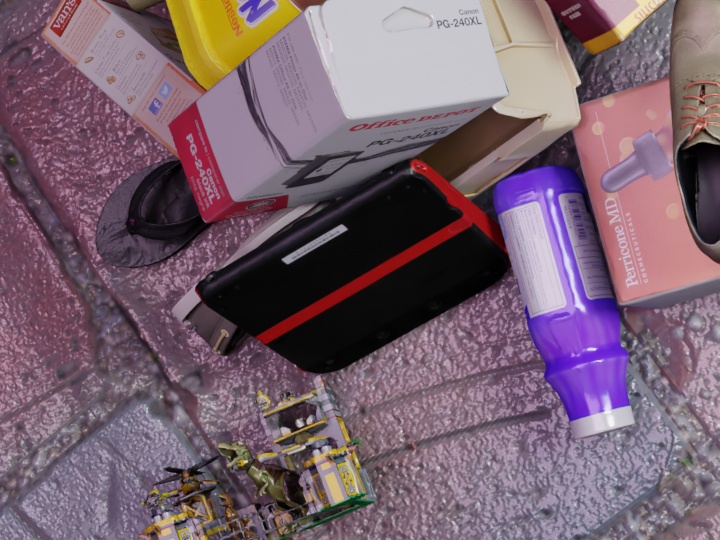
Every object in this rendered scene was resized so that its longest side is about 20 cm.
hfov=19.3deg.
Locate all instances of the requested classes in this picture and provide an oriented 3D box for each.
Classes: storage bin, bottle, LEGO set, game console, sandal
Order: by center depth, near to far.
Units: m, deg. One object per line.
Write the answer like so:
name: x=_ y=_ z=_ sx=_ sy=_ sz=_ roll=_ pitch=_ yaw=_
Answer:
storage bin: x=0.045 y=-0.155 z=1.560 sx=0.200 sy=0.094 sz=0.199 roll=-35 pitch=71 yaw=50
bottle: x=0.155 y=0.024 z=1.568 sx=0.065 sy=0.084 sz=0.200 roll=-17 pitch=83 yaw=19
game console: x=0.000 y=0.000 z=1.582 sx=0.200 sy=0.177 sz=0.031 roll=-30 pitch=52 yaw=17
LEGO set: x=-0.085 y=0.150 z=1.622 sx=0.200 sy=0.154 sz=0.116 roll=-25 pitch=79 yaw=15
sandal: x=-0.136 y=-0.066 z=1.701 sx=0.200 sy=0.048 sz=0.075 roll=-26 pitch=79 yaw=17

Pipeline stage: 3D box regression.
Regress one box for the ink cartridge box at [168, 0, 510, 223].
ink cartridge box: x=-0.017 y=-0.113 z=1.454 sx=0.200 sy=0.145 sz=0.083 roll=-31 pitch=75 yaw=52

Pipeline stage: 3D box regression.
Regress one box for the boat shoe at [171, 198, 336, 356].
boat shoe: x=-0.071 y=0.000 z=1.638 sx=0.060 sy=0.072 sz=0.202 roll=50 pitch=133 yaw=0

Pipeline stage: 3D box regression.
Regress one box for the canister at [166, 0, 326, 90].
canister: x=-0.048 y=-0.232 z=1.499 sx=0.200 sy=0.087 sz=0.149 roll=-33 pitch=66 yaw=42

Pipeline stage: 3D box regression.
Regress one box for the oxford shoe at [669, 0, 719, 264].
oxford shoe: x=0.242 y=-0.105 z=1.429 sx=0.070 sy=0.075 sz=0.200 roll=-12 pitch=81 yaw=23

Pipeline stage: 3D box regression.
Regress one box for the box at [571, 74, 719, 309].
box: x=0.271 y=-0.070 z=1.515 sx=0.200 sy=0.106 sz=0.152 roll=-17 pitch=82 yaw=19

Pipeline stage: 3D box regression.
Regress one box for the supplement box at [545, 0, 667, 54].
supplement box: x=0.147 y=-0.264 z=1.470 sx=0.110 sy=0.086 sz=0.200 roll=-42 pitch=95 yaw=-7

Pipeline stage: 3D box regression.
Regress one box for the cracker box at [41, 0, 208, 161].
cracker box: x=-0.137 y=-0.140 z=1.633 sx=0.200 sy=0.134 sz=0.058 roll=40 pitch=103 yaw=35

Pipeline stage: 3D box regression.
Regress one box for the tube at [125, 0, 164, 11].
tube: x=-0.096 y=-0.263 z=1.626 sx=0.200 sy=0.052 sz=0.058 roll=-25 pitch=121 yaw=14
